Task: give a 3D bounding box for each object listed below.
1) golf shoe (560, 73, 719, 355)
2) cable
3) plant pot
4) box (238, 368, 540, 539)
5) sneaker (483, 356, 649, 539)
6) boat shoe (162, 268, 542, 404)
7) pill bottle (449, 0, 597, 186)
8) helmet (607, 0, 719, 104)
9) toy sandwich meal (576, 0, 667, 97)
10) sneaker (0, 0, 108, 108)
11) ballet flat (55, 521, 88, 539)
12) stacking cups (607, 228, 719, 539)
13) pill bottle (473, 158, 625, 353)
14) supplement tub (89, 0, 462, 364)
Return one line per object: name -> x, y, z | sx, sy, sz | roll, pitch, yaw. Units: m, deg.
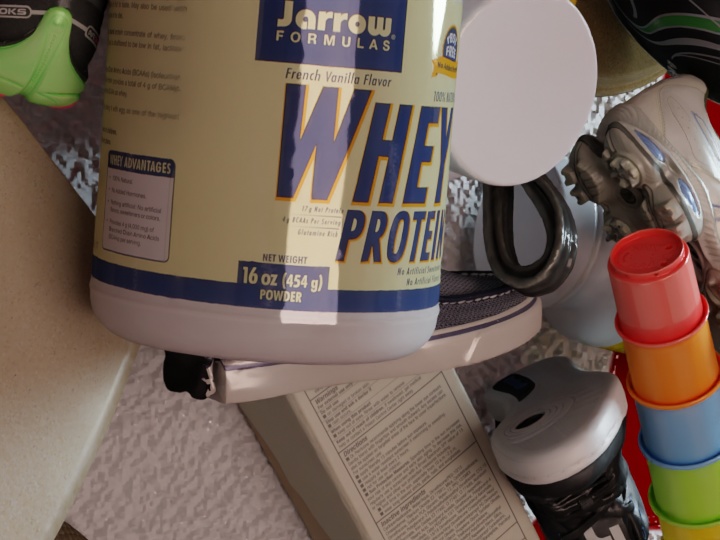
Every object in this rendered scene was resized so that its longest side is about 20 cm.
golf shoe -> 0.192, -0.010, 0.981 | 0.097, 0.078, 0.200 | -43, 112, -30
cable -> 0.066, -0.080, 0.950 | 0.050, 0.097, 0.201 | 42, 46, -46
plant pot -> -0.212, 0.024, 0.813 | 0.177, 0.199, 0.200 | -51, 117, -30
box -> 0.005, 0.086, 1.002 | 0.095, 0.078, 0.201 | -35, 111, -24
sneaker -> 0.120, 0.113, 0.995 | 0.073, 0.200, 0.112 | -26, 96, 4
boat shoe -> 0.000, 0.000, 0.902 | 0.199, 0.075, 0.093 | -10, 104, -30
pill bottle -> 0.015, -0.106, 0.910 | 0.119, 0.200, 0.120 | -12, 112, -31
helmet -> 0.228, -0.174, 0.967 | 0.199, 0.190, 0.201 | -7, 104, -28
toy sandwich meal -> 0.129, -0.198, 1.060 | 0.204, 0.070, 0.206 | -7, 104, -29
sneaker -> -0.140, -0.149, 0.820 | 0.076, 0.200, 0.084 | 14, 122, -33
ballet flat -> -0.131, 0.180, 0.950 | 0.200, 0.046, 0.067 | 44, 72, -26
stacking cups -> 0.159, 0.070, 0.966 | 0.060, 0.060, 0.201 | -37, 125, -23
pill bottle -> 0.166, -0.005, 1.071 | 0.199, 0.111, 0.112 | 12, 88, -30
supplement tub -> -0.033, -0.071, 0.769 | 0.144, 0.145, 0.201 | 1, 97, -31
